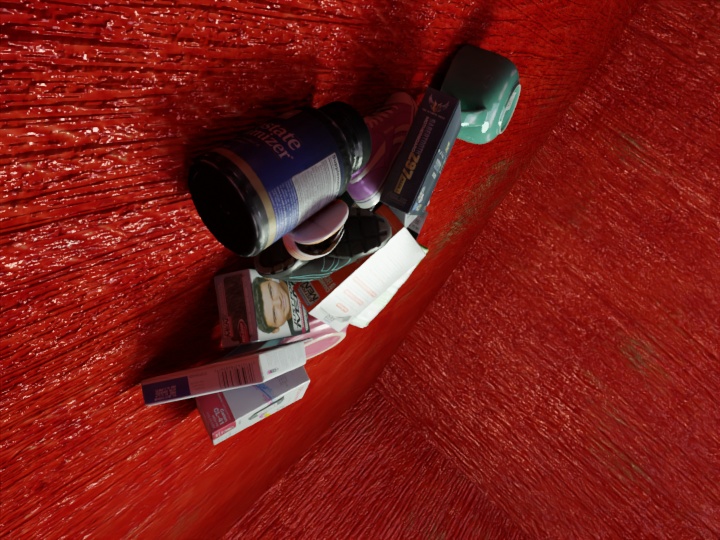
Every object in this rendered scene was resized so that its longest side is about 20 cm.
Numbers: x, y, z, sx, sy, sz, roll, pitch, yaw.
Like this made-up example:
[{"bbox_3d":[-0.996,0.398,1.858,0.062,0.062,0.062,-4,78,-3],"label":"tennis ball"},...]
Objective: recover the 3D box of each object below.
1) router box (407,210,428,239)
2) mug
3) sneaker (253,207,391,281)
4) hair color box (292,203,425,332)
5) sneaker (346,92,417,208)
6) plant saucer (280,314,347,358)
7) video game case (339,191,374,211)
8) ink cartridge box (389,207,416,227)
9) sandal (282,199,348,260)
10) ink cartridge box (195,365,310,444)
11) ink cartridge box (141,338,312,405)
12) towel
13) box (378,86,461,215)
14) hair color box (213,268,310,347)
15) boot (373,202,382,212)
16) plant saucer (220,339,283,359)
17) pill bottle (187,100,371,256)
[{"bbox_3d":[0.072,-0.035,1.188,0.203,0.052,0.157,-64,-175,-24],"label":"router box"},{"bbox_3d":[0.208,-0.293,0.925,0.187,0.113,0.152,-61,163,-14],"label":"mug"},{"bbox_3d":[-0.049,-0.032,0.735,0.196,0.077,0.079,-13,158,10],"label":"sneaker"},{"bbox_3d":[0.000,0.000,0.844,0.199,0.064,0.111,-42,147,4],"label":"hair color box"},{"bbox_3d":[0.017,-0.203,0.733,0.114,0.072,0.203,45,54,-39],"label":"sneaker"},{"bbox_3d":[-0.108,0.147,1.119,0.197,0.052,0.201,-24,162,-8],"label":"plant saucer"},{"bbox_3d":[-0.001,-0.117,0.877,0.202,0.025,0.181,-60,173,-24],"label":"video game case"},{"bbox_3d":[0.102,-0.199,0.951,0.196,0.042,0.204,-44,142,-62],"label":"ink cartridge box"},{"bbox_3d":[-0.064,-0.050,0.656,0.078,0.060,0.206,-30,-159,-16],"label":"sandal"},{"bbox_3d":[-0.205,0.236,0.987,0.197,0.087,0.148,-23,162,-23],"label":"ink cartridge box"},{"bbox_3d":[-0.190,0.152,0.797,0.193,0.044,0.200,-15,174,16],"label":"ink cartridge box"},{"bbox_3d":[0.017,0.011,0.942,0.148,0.031,0.201,23,112,-44],"label":"towel"},{"bbox_3d":[0.094,-0.162,0.759,0.200,0.050,0.160,-25,139,-78],"label":"box"},{"bbox_3d":[-0.144,0.057,0.803,0.059,0.101,0.200,-11,174,15],"label":"hair color box"},{"bbox_3d":[0.012,-0.074,1.036,0.199,0.076,0.170,-15,139,-61],"label":"boot"},{"bbox_3d":[-0.202,0.146,0.963,0.199,0.069,0.019,-38,120,-42],"label":"plant saucer"},{"bbox_3d":[-0.079,-0.111,0.576,0.199,0.111,0.113,-41,163,-36],"label":"pill bottle"}]
